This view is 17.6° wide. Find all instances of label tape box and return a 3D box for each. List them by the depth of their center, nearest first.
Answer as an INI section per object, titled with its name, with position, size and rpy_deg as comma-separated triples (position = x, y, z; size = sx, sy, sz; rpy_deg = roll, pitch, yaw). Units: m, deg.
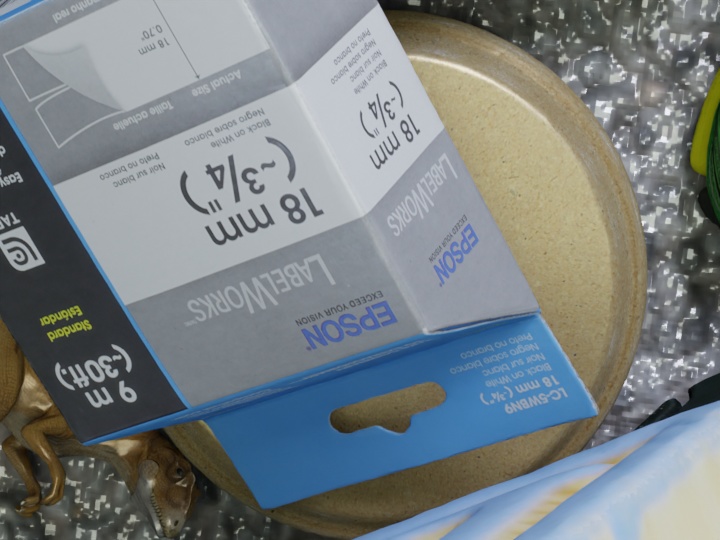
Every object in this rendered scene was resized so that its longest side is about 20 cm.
[label tape box]
position = -0.038, -0.006, 0.712
size = 0.144, 0.063, 0.201
rpy_deg = -19, 109, 34

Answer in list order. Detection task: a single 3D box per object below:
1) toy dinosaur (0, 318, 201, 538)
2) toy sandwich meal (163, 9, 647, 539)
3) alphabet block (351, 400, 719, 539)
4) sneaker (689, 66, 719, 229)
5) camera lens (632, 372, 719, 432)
[toy dinosaur]
position = -0.141, 0.024, 0.842
size = 0.106, 0.060, 0.200
rpy_deg = -41, 99, -7
[toy sandwich meal]
position = 0.000, 0.000, 0.824
size = 0.204, 0.070, 0.207
rpy_deg = 0, 99, -1
[alphabet block]
position = 0.039, 0.177, 0.659
size = 0.196, 0.195, 0.201
rpy_deg = -24, 89, 33
[sneaker]
position = 0.171, -0.100, 0.794
size = 0.078, 0.085, 0.201
rpy_deg = 14, 97, 0
[camera lens]
position = 0.170, 0.132, 0.786
size = 0.159, 0.160, 0.201
rpy_deg = -23, 96, 4
